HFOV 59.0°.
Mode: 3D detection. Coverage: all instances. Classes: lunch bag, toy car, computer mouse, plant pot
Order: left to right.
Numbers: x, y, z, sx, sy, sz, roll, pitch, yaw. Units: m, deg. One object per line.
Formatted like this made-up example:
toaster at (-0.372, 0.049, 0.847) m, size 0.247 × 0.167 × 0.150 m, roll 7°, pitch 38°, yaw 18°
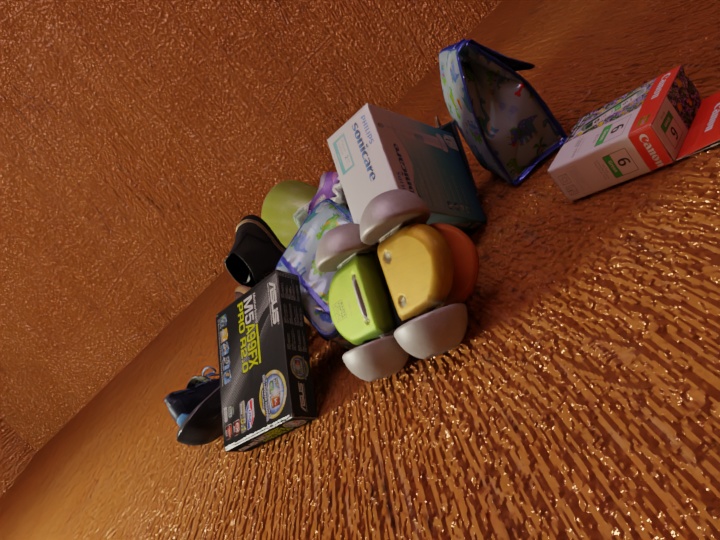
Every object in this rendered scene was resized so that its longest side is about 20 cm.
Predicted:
computer mouse at (-0.215, 0.217, 1.048) m, size 0.200 × 0.052 × 0.139 m, roll -46°, pitch -11°, yaw -24°
plant pot at (-0.128, -0.133, 1.618) m, size 0.188 × 0.189 × 0.198 m, roll -48°, pitch 30°, yaw -20°
lunch bag at (-0.033, 0.004, 0.920) m, size 0.163 × 0.082 × 0.200 m, roll -53°, pitch 44°, yaw 7°
toy car at (0.051, 0.016, 0.730) m, size 0.147 × 0.180 × 0.198 m, roll -7°, pitch -17°, yaw -46°
lunch bag at (0.191, -0.248, 0.938) m, size 0.127 × 0.201 × 0.170 m, roll -40°, pitch 13°, yaw 7°

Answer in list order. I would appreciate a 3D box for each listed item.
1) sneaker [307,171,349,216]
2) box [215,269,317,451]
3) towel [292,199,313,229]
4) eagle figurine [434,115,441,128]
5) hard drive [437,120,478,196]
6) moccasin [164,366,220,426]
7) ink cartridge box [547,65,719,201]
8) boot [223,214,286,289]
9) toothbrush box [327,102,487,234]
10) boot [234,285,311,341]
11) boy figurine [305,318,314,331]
sneaker at (-0.055, -0.077, 1.073) m, size 0.087 × 0.079 × 0.207 m, roll 20°, pitch 95°, yaw 39°
box at (-0.136, 0.127, 0.879) m, size 0.158 × 0.043 × 0.206 m, roll -32°, pitch 58°, yaw 38°
towel at (-0.026, -0.086, 1.108) m, size 0.198 × 0.156 × 0.023 m, roll -34°, pitch -18°, yaw 31°
eagle figurine at (0.082, -0.158, 1.159) m, size 0.196 × 0.152 × 0.154 m, roll -25°, pitch 35°, yaw 24°
hard drive at (0.097, -0.139, 1.030) m, size 0.041 × 0.139 × 0.198 m, roll -12°, pitch -9°, yaw -36°
moccasin at (-0.277, 0.212, 1.130) m, size 0.081 × 0.068 × 0.200 m, roll -48°, pitch -6°, yaw 7°
ink cartridge box at (0.300, -0.152, 0.663) m, size 0.110 × 0.050 × 0.198 m, roll -52°, pitch 15°, yaw -30°
boot at (-0.151, 0.015, 1.091) m, size 0.077 × 0.199 × 0.140 m, roll -41°, pitch 18°, yaw 24°
toothbrush box at (0.066, -0.118, 0.850) m, size 0.084 × 0.151 × 0.197 m, roll -31°, pitch -21°, yaw 35°
boot at (-0.169, 0.126, 0.978) m, size 0.198 × 0.072 × 0.170 m, roll 27°, pitch 87°, yaw 45°
boy figurine at (-0.120, 0.103, 1.097) m, size 0.120 × 0.066 × 0.200 m, roll -17°, pitch 16°, yaw -7°
